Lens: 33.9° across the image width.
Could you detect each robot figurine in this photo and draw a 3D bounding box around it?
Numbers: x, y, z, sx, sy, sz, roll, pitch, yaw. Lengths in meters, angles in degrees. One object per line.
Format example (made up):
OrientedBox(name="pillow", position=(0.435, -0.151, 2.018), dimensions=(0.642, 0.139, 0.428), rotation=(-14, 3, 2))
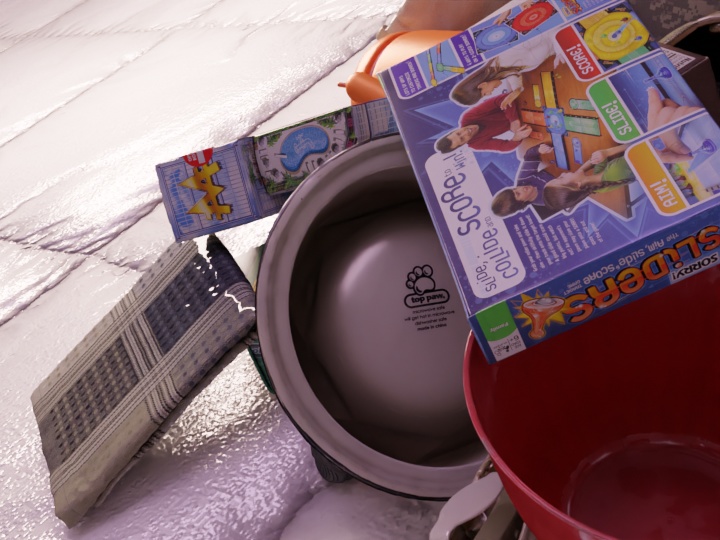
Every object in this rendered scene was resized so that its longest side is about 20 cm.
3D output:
OrientedBox(name="robot figurine", position=(0.068, -0.148, 1.016), dimensions=(0.144, 0.117, 0.199), rotation=(-43, 33, -25))

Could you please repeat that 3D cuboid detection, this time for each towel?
OrientedBox(name="towel", position=(-0.155, 0.069, 0.849), dimensions=(0.200, 0.035, 0.193), rotation=(-46, 30, 1))

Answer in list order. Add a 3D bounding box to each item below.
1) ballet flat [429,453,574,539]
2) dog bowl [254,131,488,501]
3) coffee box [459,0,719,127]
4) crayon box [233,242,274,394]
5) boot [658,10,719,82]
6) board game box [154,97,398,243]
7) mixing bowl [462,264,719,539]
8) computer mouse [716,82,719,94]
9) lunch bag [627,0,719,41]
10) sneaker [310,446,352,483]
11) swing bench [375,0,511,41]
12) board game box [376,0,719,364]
OrientedBox(name="ballet flat", position=(0.038, 0.159, 0.559), dimensions=(0.069, 0.070, 0.200), rotation=(3, 38, 40))
OrientedBox(name="dog bowl", position=(0.034, 0.028, 0.671), dimensions=(0.199, 0.202, 0.074), rotation=(-31, -3, -16))
OrientedBox(name="coffee box", position=(0.131, -0.080, 0.707), dimensions=(0.079, 0.115, 0.200), rotation=(-32, 31, -9))
OrientedBox(name="crayon box", position=(0.000, 0.000, 0.872), dimensions=(0.198, 0.059, 0.119), rotation=(-26, 27, -6))
OrientedBox(name="boot", position=(0.285, -0.165, 0.872), dimensions=(0.198, 0.073, 0.155), rotation=(-24, 1, 12))
OrientedBox(name="board game box", position=(-0.044, -0.079, 0.887), dimensions=(0.198, 0.062, 0.199), rotation=(-11, 8, 40))
OrientedBox(name="mixing bowl", position=(0.147, 0.083, 0.538), dimensions=(0.197, 0.109, 0.201), rotation=(-4, 39, 3))
OrientedBox(name="computer mouse", position=(0.233, -0.082, 0.671), dimensions=(0.044, 0.109, 0.200), rotation=(-64, 33, 16))
OrientedBox(name="lunch bag", position=(0.298, -0.275, 1.017), dimensions=(0.138, 0.169, 0.200), rotation=(16, 41, 18))
OrientedBox(name="sneaker", position=(0.021, 0.040, 0.745), dimensions=(0.083, 0.075, 0.202), rotation=(13, 63, 2))
OrientedBox(name="swing bench", position=(0.142, -0.285, 1.095), dimensions=(0.199, 0.129, 0.201), rotation=(-50, 3, 47))
OrientedBox(name="board game box", position=(0.091, -0.060, 0.570), dimensions=(0.134, 0.035, 0.201), rotation=(-24, 41, 8))
